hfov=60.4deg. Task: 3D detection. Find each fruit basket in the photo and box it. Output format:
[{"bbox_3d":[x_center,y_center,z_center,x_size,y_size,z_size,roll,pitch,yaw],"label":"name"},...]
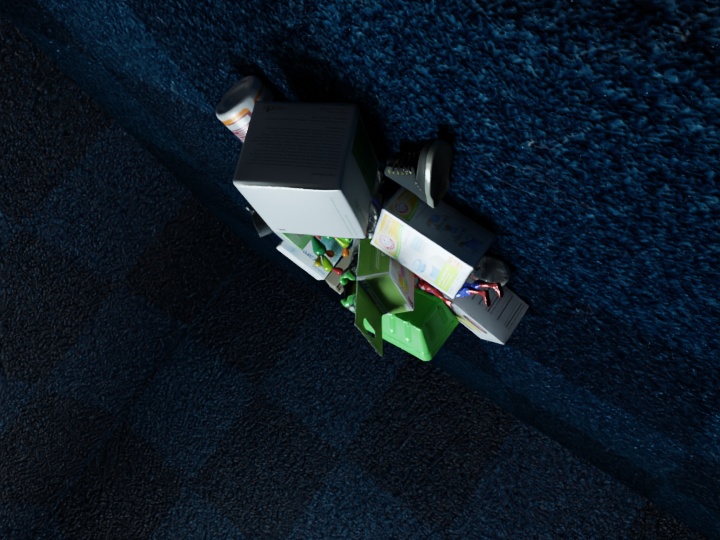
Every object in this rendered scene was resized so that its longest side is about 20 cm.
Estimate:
[{"bbox_3d":[0.123,0.121,1.448,0.215,0.156,0.216,34,156,18],"label":"fruit basket"}]

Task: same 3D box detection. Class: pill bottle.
[{"bbox_3d":[-0.187,-0.289,1.268,0.200,0.114,0.114,44,167,-36],"label":"pill bottle"}]

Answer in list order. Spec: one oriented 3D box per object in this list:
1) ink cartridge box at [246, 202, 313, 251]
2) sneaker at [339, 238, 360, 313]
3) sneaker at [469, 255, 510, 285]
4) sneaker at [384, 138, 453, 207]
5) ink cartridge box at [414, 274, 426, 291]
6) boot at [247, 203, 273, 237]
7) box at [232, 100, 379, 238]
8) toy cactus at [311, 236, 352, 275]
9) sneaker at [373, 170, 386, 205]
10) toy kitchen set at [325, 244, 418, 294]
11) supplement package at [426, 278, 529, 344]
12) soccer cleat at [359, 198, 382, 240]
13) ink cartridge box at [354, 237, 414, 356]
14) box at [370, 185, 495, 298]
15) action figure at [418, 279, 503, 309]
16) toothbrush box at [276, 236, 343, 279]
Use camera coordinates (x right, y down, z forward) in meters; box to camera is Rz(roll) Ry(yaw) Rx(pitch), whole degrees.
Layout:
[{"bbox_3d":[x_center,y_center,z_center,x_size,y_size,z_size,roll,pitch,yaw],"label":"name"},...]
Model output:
[{"bbox_3d":[-0.136,-0.170,1.405,0.146,0.200,0.084,42,172,-29],"label":"ink cartridge box"},{"bbox_3d":[0.000,0.000,1.374,0.085,0.201,0.078,24,144,-36],"label":"sneaker"},{"bbox_3d":[0.217,-0.017,1.294,0.200,0.077,0.082,33,176,18],"label":"sneaker"},{"bbox_3d":[0.086,-0.169,1.007,0.106,0.075,0.200,31,170,12],"label":"sneaker"},{"bbox_3d":[0.098,-0.033,1.415,0.200,0.045,0.177,174,83,-75],"label":"ink cartridge box"},{"bbox_3d":[-0.121,-0.116,1.268,0.165,0.199,0.066,-124,22,-59],"label":"boot"},{"bbox_3d":[-0.089,-0.178,1.116,0.199,0.172,0.199,6,161,16],"label":"box"},{"bbox_3d":[-0.100,-0.087,1.531,0.164,0.102,0.201,15,129,14],"label":"toy cactus"},{"bbox_3d":[0.004,-0.155,1.328,0.074,0.089,0.200,32,171,12],"label":"sneaker"},{"bbox_3d":[0.041,0.035,1.806,0.200,0.181,0.163,38,172,15],"label":"toy kitchen set"},{"bbox_3d":[0.258,0.062,1.402,0.200,0.110,0.114,38,171,-13],"label":"supplement package"},{"bbox_3d":[0.038,-0.101,1.289,0.068,0.073,0.200,53,167,22],"label":"soccer cleat"},{"bbox_3d":[0.052,0.051,1.251,0.075,0.201,0.148,-11,143,20],"label":"ink cartridge box"},{"bbox_3d":[0.135,-0.060,1.181,0.200,0.101,0.113,35,145,9],"label":"box"},{"bbox_3d":[0.191,0.038,1.250,0.200,0.065,0.052,13,128,49],"label":"action figure"},{"bbox_3d":[-0.104,-0.096,1.630,0.146,0.200,0.085,38,170,-10],"label":"toothbrush box"}]
